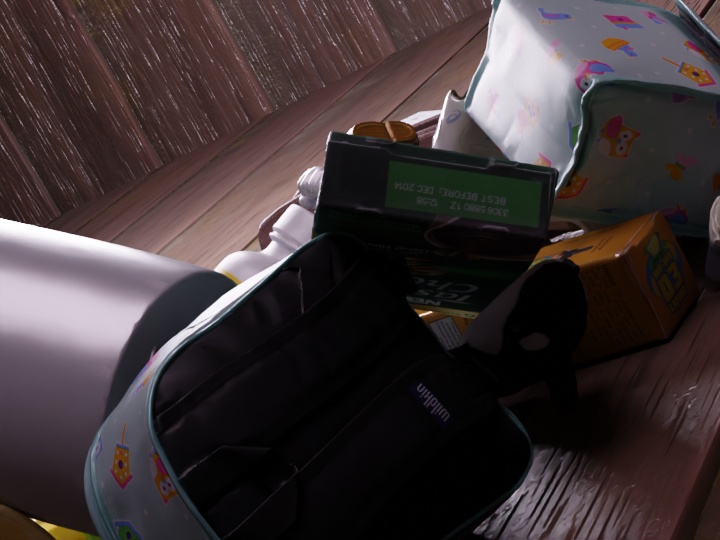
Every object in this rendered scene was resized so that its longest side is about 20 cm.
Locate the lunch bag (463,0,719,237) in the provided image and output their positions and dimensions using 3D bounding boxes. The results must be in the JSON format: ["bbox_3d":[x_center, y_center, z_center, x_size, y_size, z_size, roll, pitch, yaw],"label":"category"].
[{"bbox_3d":[0.193,-0.105,1.181,0.200,0.122,0.170,4,28,-20],"label":"lunch bag"}]

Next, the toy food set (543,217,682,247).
[{"bbox_3d":[0.176,-0.033,1.291,0.143,0.061,0.200,-21,9,-23],"label":"toy food set"}]

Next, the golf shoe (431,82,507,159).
[{"bbox_3d":[0.119,-0.108,1.316,0.078,0.097,0.200,14,26,29],"label":"golf shoe"}]

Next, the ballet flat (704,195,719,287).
[{"bbox_3d":[0.239,-0.022,1.024,0.073,0.073,0.200,-30,11,-6],"label":"ballet flat"}]

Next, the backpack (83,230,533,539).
[{"bbox_3d":[-0.039,0.099,0.908,0.153,0.176,0.200,-37,1,38],"label":"backpack"}]

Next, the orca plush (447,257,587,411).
[{"bbox_3d":[0.087,0.061,1.039,0.105,0.071,0.200,-30,-12,-38],"label":"orca plush"}]

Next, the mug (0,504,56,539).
[{"bbox_3d":[-0.229,0.220,1.031,0.153,0.186,0.150,-28,42,58],"label":"mug"}]

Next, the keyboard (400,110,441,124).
[{"bbox_3d":[0.083,-0.190,2.298,0.056,0.011,0.200,-32,12,-12],"label":"keyboard"}]

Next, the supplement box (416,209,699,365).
[{"bbox_3d":[0.107,0.027,1.140,0.200,0.069,0.067,-22,14,39],"label":"supplement box"}]

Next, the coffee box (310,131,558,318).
[{"bbox_3d":[0.034,-0.019,1.005,0.123,0.044,0.200,9,-14,-2],"label":"coffee box"}]

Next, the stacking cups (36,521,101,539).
[{"bbox_3d":[-0.135,0.152,1.242,0.200,0.061,0.060,-27,10,-15],"label":"stacking cups"}]

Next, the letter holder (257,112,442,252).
[{"bbox_3d":[0.023,-0.058,1.448,0.200,0.142,0.101,-25,-23,19],"label":"letter holder"}]

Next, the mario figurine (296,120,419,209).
[{"bbox_3d":[0.000,0.000,1.273,0.106,0.200,0.124,8,41,-1],"label":"mario figurine"}]

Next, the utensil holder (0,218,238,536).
[{"bbox_3d":[-0.180,0.058,1.039,0.200,0.170,0.170,11,32,28],"label":"utensil holder"}]

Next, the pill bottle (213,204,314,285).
[{"bbox_3d":[-0.071,0.062,1.153,0.200,0.112,0.112,-53,14,-5],"label":"pill bottle"}]
